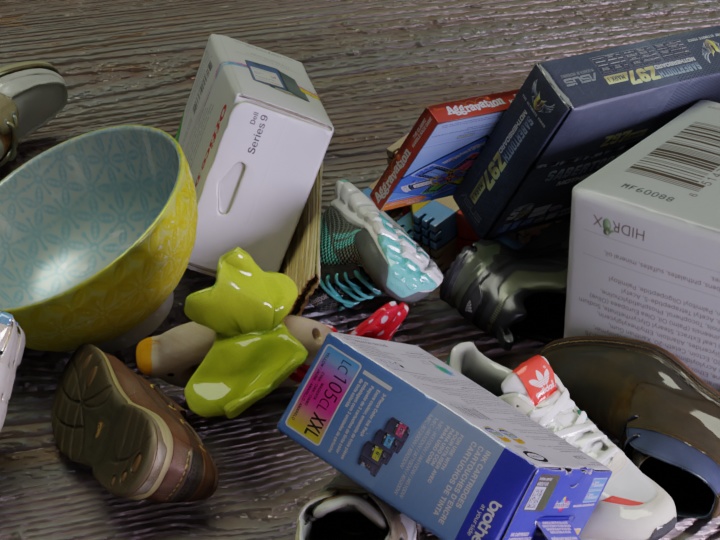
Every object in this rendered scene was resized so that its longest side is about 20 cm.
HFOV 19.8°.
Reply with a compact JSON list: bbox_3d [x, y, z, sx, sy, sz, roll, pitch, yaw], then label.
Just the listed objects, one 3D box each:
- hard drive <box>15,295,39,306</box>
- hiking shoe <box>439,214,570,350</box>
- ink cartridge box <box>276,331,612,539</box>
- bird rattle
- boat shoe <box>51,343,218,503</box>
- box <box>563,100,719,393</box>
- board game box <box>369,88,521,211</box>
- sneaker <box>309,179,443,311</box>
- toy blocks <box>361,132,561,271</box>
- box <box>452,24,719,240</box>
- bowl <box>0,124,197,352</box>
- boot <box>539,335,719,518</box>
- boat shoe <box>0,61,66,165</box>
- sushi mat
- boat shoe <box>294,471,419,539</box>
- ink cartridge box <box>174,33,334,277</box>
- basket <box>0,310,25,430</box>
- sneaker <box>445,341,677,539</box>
[{"bbox_3d":[-0.336,0.067,1.524,0.131,0.027,0.200,8,29,14],"label":"hard drive"},{"bbox_3d":[0.158,0.018,1.590,0.200,0.076,0.101,-16,54,-34],"label":"hiking shoe"},{"bbox_3d":[0.067,0.121,1.293,0.200,0.077,0.136,30,8,26],"label":"ink cartridge box"},{"bbox_3d":[-0.064,0.051,1.454,0.163,0.113,0.200,-13,-10,35],"label":"bird rattle"},{"bbox_3d":[-0.157,0.111,1.414,0.067,0.072,0.200,23,6,-31],"label":"boat shoe"},{"bbox_3d":[0.278,0.006,1.489,0.200,0.172,0.199,20,34,31],"label":"box"},{"bbox_3d":[0.106,-0.100,1.576,0.200,0.103,0.019,-14,59,-39],"label":"board game box"},{"bbox_3d":[0.000,0.000,1.580,0.078,0.091,0.200,40,3,-18],"label":"sneaker"},{"bbox_3d":[0.082,-0.054,1.698,0.200,0.100,0.137,29,51,33],"label":"toy blocks"},{"bbox_3d":[0.185,-0.106,1.579,0.200,0.158,0.051,-15,60,-36],"label":"box"},{"bbox_3d":[-0.197,-0.004,1.537,0.200,0.108,0.200,-20,36,15],"label":"bowl"},{"bbox_3d":[0.190,0.105,1.407,0.200,0.075,0.097,20,31,29],"label":"boot"},{"bbox_3d":[-0.334,-0.120,1.821,0.200,0.075,0.068,-32,48,-33],"label":"boat shoe"},{"bbox_3d":[-0.054,-0.006,1.601,0.012,0.096,0.200,24,26,-13],"label":"sushi mat"},{"bbox_3d":[-0.002,0.169,1.290,0.074,0.069,0.200,0,27,5],"label":"boat shoe"},{"bbox_3d":[-0.096,-0.090,1.651,0.087,0.146,0.200,18,16,-14],"label":"ink cartridge box"},{"bbox_3d":[-0.332,0.076,1.352,0.199,0.177,0.139,16,-12,-7],"label":"basket"},{"bbox_3d":[0.124,0.112,1.370,0.070,0.094,0.200,-24,36,-37],"label":"sneaker"}]
